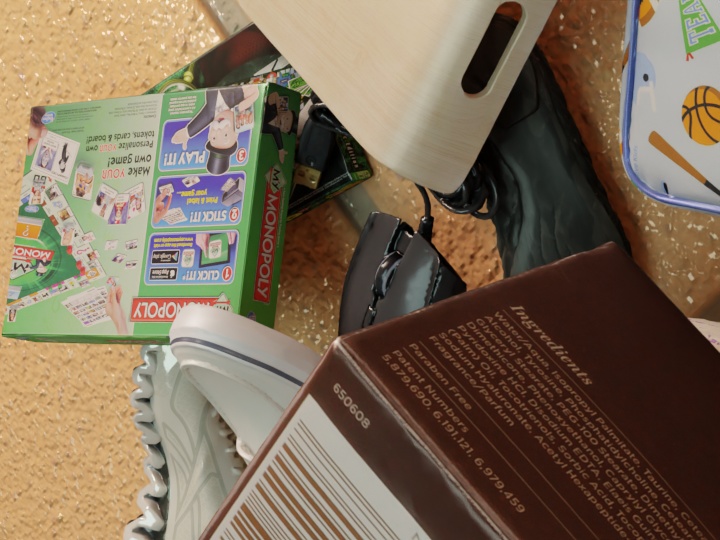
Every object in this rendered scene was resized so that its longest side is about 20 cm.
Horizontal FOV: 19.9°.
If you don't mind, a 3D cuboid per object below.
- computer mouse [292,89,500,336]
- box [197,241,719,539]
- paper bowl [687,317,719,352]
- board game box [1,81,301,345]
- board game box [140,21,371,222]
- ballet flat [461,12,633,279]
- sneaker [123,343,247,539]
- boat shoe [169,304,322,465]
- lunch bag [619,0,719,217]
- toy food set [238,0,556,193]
[{"bbox_3d":[0.000,0.000,1.049,0.140,0.046,0.201,41,140,34],"label":"computer mouse"},{"bbox_3d":[0.061,0.116,0.815,0.164,0.199,0.166,47,126,20],"label":"box"},{"bbox_3d":[0.151,0.122,0.940,0.199,0.104,0.203,10,105,38],"label":"paper bowl"},{"bbox_3d":[-0.118,-0.028,1.118,0.199,0.029,0.136,0,81,43],"label":"board game box"},{"bbox_3d":[-0.085,-0.062,1.148,0.199,0.023,0.106,-26,85,40],"label":"board game box"},{"bbox_3d":[0.093,-0.031,1.001,0.066,0.057,0.202,-17,94,12],"label":"ballet flat"},{"bbox_3d":[-0.085,0.103,1.163,0.080,0.075,0.202,16,115,24],"label":"sneaker"},{"bbox_3d":[-0.021,0.095,1.028,0.199,0.067,0.073,36,155,-21],"label":"boat shoe"},{"bbox_3d":[0.185,-0.119,0.878,0.159,0.075,0.202,17,112,38],"label":"lunch bag"},{"bbox_3d":[0.023,-0.150,0.983,0.200,0.060,0.144,50,121,44],"label":"toy food set"}]
